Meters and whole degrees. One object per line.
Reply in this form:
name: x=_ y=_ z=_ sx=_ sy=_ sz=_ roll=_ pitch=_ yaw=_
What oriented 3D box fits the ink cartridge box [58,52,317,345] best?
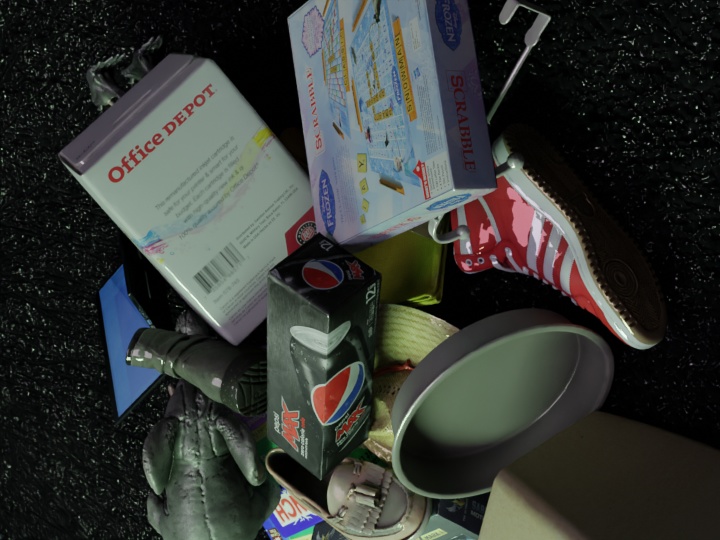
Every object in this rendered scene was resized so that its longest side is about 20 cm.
ink cartridge box: x=-0.137 y=-0.067 z=1.112 sx=0.200 sy=0.145 sz=0.144 roll=51 pitch=171 yaw=-23

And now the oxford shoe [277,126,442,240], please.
oxford shoe: x=0.004 y=-0.093 z=1.115 sx=0.199 sy=0.071 sz=0.072 roll=27 pitch=97 yaw=35

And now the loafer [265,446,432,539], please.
loafer: x=-0.018 y=0.196 z=1.141 sx=0.063 sy=0.073 sz=0.199 roll=31 pitch=166 yaw=-31

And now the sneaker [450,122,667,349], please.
sneaker: x=0.149 y=-0.005 z=1.012 sx=0.201 sy=0.071 sz=0.113 roll=56 pitch=134 yaw=13

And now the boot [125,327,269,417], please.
boot: x=-0.112 y=0.083 z=1.146 sx=0.130 sy=0.200 sz=0.068 roll=19 pitch=90 yaw=25

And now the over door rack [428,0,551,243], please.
over door rack: x=0.073 y=-0.143 z=0.975 sx=0.148 sy=0.066 sz=0.201 roll=53 pitch=135 yaw=43

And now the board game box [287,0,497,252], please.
board game box: x=0.017 y=-0.131 z=0.965 sx=0.199 sy=0.041 sz=0.202 roll=-21 pitch=74 yaw=58

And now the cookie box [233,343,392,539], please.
cookie box: x=-0.061 y=0.172 z=1.301 sx=0.171 sy=0.075 sz=0.201 roll=-27 pitch=94 yaw=45

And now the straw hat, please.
straw hat: x=0.045 y=0.127 z=1.128 sx=0.199 sy=0.085 sz=0.202 roll=21 pitch=143 yaw=17

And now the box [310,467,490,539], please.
box: x=0.069 y=0.260 z=1.188 sx=0.157 sy=0.051 sz=0.200 roll=30 pitch=140 yaw=-25

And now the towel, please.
towel: x=0.000 y=0.000 z=1.157 sx=0.199 sy=0.018 sz=0.087 roll=-12 pitch=66 yaw=45

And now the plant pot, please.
plant pot: x=0.200 y=0.233 z=1.024 sx=0.177 sy=0.199 sz=0.202 roll=36 pitch=133 yaw=34

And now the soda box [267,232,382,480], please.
soda box: x=-0.032 y=0.073 z=1.037 sx=0.070 sy=0.063 sz=0.201 roll=33 pitch=141 yaw=28

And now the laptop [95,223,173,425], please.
laptop: x=-0.252 y=0.023 z=1.309 sx=0.201 sy=0.102 sz=0.178 roll=67 pitch=-176 yaw=-54

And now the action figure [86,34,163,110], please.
action figure: x=-0.180 y=-0.120 z=1.219 sx=0.201 sy=0.118 sz=0.102 roll=59 pitch=143 yaw=7

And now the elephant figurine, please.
elephant figurine: x=-0.154 y=0.171 z=1.225 sx=0.154 sy=0.141 sz=0.202 roll=23 pitch=130 yaw=38

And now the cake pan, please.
cake pan: x=0.110 y=0.105 z=1.038 sx=0.037 sy=0.198 sz=0.202 roll=60 pitch=145 yaw=40
